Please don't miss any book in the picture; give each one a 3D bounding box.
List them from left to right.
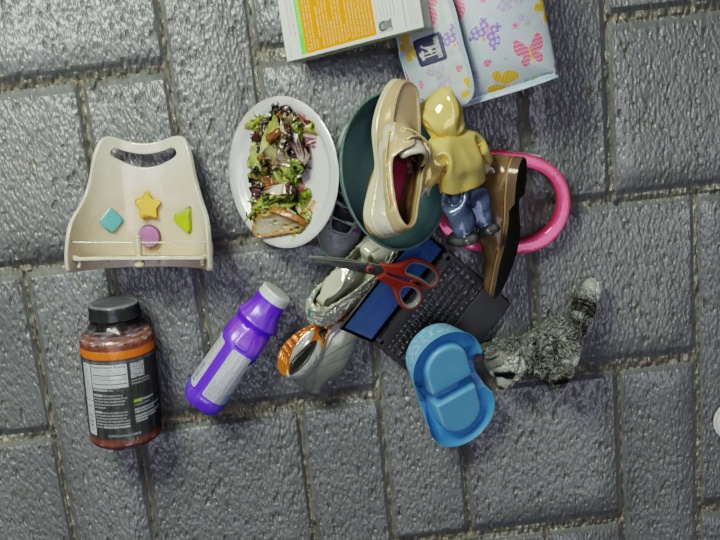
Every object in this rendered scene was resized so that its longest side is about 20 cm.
[{"bbox_3d":[-0.014,-0.358,1.096,0.197,0.048,0.136,-6,99,28],"label":"book"}]

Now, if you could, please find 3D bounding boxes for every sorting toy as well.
[{"bbox_3d":[-0.296,-0.093,1.165,0.196,0.107,0.184,0,96,-2],"label":"sorting toy"}]

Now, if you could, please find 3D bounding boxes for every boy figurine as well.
[{"bbox_3d":[0.118,-0.133,1.097,0.123,0.064,0.203,-26,106,-25],"label":"boy figurine"}]

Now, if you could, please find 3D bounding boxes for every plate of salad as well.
[{"bbox_3d":[-0.113,-0.131,1.138,0.197,0.048,0.204,7,102,37],"label":"plate of salad"}]

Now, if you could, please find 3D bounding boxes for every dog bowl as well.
[{"bbox_3d":[0.127,0.163,1.232,0.110,0.050,0.202,-26,123,-11],"label":"dog bowl"}]

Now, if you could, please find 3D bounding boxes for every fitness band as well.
[{"bbox_3d":[0.201,-0.097,1.213,0.196,0.037,0.147,3,103,-2],"label":"fitness band"}]

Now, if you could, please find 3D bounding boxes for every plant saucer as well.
[{"bbox_3d":[0.038,-0.126,1.097,0.198,0.036,0.204,1,89,-43],"label":"plant saucer"}]

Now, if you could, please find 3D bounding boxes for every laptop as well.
[{"bbox_3d":[0.097,0.063,1.205,0.199,0.103,0.178,39,95,-8],"label":"laptop"}]

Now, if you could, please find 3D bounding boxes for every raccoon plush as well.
[{"bbox_3d":[0.258,0.087,1.251,0.132,0.097,0.203,24,71,4],"label":"raccoon plush"}]

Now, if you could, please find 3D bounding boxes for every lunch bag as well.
[{"bbox_3d":[0.146,-0.307,1.121,0.196,0.127,0.173,-13,103,9],"label":"lunch bag"}]

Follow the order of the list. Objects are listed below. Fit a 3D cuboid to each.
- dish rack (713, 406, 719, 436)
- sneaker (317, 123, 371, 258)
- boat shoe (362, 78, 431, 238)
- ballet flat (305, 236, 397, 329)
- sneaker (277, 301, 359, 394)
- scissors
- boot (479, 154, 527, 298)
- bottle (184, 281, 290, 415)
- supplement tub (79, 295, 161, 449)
[{"bbox_3d":[0.664,0.220,1.303,0.171,0.044,0.201,40,97,-9],"label":"dish rack"},{"bbox_3d":[-0.018,-0.104,1.147,0.076,0.140,0.204,10,102,-5],"label":"sneaker"},{"bbox_3d":[0.055,-0.140,1.043,0.073,0.069,0.204,12,81,-41],"label":"boat shoe"},{"bbox_3d":[0.000,0.000,1.182,0.200,0.072,0.072,-46,102,-10],"label":"ballet flat"},{"bbox_3d":[-0.029,0.093,1.238,0.200,0.076,0.092,-44,133,-5],"label":"sneaker"},{"bbox_3d":[0.024,-0.007,1.125,0.198,0.014,0.074,27,102,-32],"label":"scissors"},{"bbox_3d":[0.182,-0.063,1.183,0.074,0.073,0.204,11,109,23],"label":"boot"},{"bbox_3d":[-0.175,0.110,1.219,0.065,0.084,0.201,34,98,-9],"label":"bottle"},{"bbox_3d":[-0.342,0.142,1.207,0.105,0.107,0.204,-2,102,-2],"label":"supplement tub"}]
